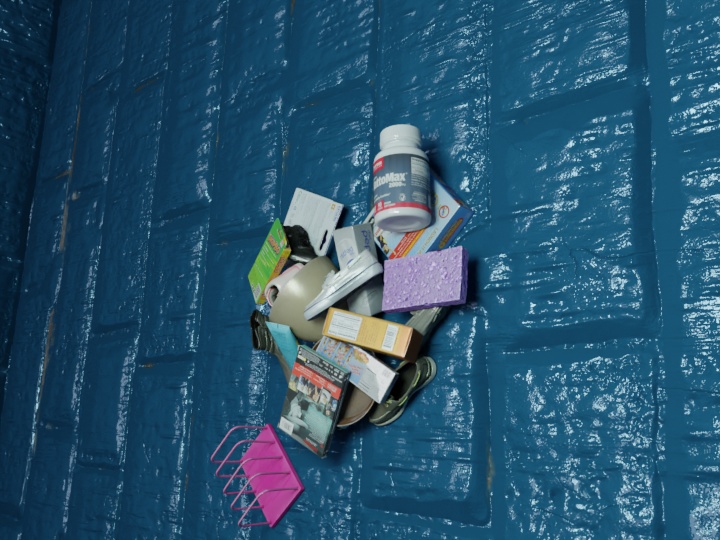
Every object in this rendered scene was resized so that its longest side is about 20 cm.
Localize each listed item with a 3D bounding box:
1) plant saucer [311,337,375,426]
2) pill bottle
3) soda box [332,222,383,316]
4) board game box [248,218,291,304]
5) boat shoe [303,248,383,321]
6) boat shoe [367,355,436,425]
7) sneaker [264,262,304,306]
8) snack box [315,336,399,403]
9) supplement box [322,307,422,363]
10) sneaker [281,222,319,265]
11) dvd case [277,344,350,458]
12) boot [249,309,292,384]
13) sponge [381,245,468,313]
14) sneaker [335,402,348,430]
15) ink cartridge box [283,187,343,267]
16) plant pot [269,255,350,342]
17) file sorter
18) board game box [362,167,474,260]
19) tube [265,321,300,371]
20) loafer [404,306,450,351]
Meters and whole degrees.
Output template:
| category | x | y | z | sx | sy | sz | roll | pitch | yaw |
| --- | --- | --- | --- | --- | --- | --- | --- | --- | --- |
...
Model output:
| category | x | y | z | sx | sy | sz | roll | pitch | yaw |
| --- | --- | --- | --- | --- | --- | --- | --- | --- | --- |
| plant saucer | -0.038 | 0.236 | 1.575 | 0.198 | 0.034 | 0.203 | -6 | 78 | 29 |
| pill bottle | 0.086 | -0.192 | 1.505 | 0.119 | 0.119 | 0.203 | -14 | 69 | 40 |
| soda box | 0.000 | 0.000 | 1.605 | 0.063 | 0.068 | 0.203 | -9 | 94 | 41 |
| board game box | -0.218 | -0.022 | 1.740 | 0.201 | 0.030 | 0.096 | -61 | 38 | 35 |
| boat shoe | -0.046 | 0.030 | 1.544 | 0.199 | 0.074 | 0.067 | -34 | 80 | 0 |
| boat shoe | 0.074 | 0.253 | 1.520 | 0.202 | 0.060 | 0.072 | -49 | 53 | 23 |
| sneaker | -0.188 | 0.065 | 1.734 | 0.075 | 0.104 | 0.201 | 47 | 149 | 14 |
| snack box | -0.010 | 0.198 | 1.530 | 0.199 | 0.024 | 0.073 | 33 | 98 | 33 |
| supplement box | 0.023 | 0.131 | 1.483 | 0.198 | 0.066 | 0.070 | 15 | 80 | 29 |
| sneaker | -0.157 | -0.068 | 1.756 | 0.199 | 0.075 | 0.089 | 22 | 88 | 45 |
| dvd case | -0.103 | 0.282 | 1.567 | 0.145 | 0.022 | 0.203 | 23 | 103 | 35 |
| boot | -0.209 | 0.196 | 1.755 | 0.067 | 0.130 | 0.202 | -36 | 57 | 31 |
| sponge | 0.128 | 0.021 | 1.466 | 0.198 | 0.030 | 0.113 | -10 | 66 | 40 |
| sneaker | -0.053 | 0.257 | 1.642 | 0.076 | 0.075 | 0.202 | -34 | 67 | 21 |
| ink cartridge box | -0.125 | -0.090 | 1.808 | 0.199 | 0.043 | 0.199 | 24 | 95 | 44 |
| plant pot | -0.093 | 0.087 | 1.653 | 0.134 | 0.200 | 0.201 | 40 | 109 | 14 |
| file sorter | -0.256 | 0.490 | 1.729 | 0.140 | 0.125 | 0.201 | -53 | 50 | 20 |
| board game box | 0.120 | -0.113 | 1.573 | 0.201 | 0.056 | 0.196 | -53 | 50 | 20 |
| tube | -0.152 | 0.197 | 1.662 | 0.077 | 0.201 | 0.051 | 3 | 42 | 35 |
| loafer | 0.132 | 0.089 | 1.497 | 0.070 | 0.070 | 0.201 | 41 | 109 | 21 |
